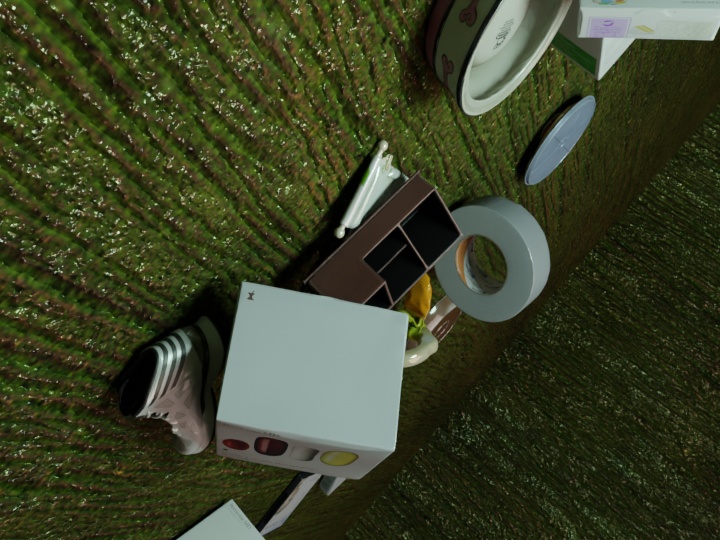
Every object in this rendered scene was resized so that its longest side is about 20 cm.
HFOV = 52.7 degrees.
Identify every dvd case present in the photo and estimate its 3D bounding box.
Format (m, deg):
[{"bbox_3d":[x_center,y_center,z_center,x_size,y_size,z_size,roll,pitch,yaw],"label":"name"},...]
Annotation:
[{"bbox_3d":[-0.170,0.549,1.728,0.202,0.017,0.142,-53,161,11],"label":"dvd case"}]

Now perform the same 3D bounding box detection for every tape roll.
[{"bbox_3d":[0.219,-0.020,1.235,0.066,0.200,0.203,-26,152,-45],"label":"tape roll"}]

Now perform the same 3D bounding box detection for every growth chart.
[{"bbox_3d":[0.029,-0.067,0.943,0.147,0.018,0.199,-60,155,-1],"label":"growth chart"}]

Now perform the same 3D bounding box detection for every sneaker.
[{"bbox_3d":[-0.221,0.145,0.812,0.114,0.076,0.204,-19,138,-38],"label":"sneaker"}]

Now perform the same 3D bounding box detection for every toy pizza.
[{"bbox_3d":[0.374,-0.251,1.391,0.199,0.032,0.201,-42,160,-18],"label":"toy pizza"}]

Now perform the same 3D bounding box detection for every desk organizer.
[{"bbox_3d":[0.032,-0.016,0.892,0.200,0.077,0.072,-44,152,-10],"label":"desk organizer"}]

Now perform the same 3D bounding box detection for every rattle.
[{"bbox_3d":[0.040,0.106,1.286,0.194,0.132,0.145,-11,135,-18],"label":"rattle"}]

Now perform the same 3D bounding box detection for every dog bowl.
[{"bbox_3d":[0.150,-0.277,0.798,0.200,0.074,0.202,-43,160,-19],"label":"dog bowl"}]

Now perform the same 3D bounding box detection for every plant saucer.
[{"bbox_3d":[0.177,0.128,1.675,0.200,0.032,0.202,-43,160,-20],"label":"plant saucer"}]

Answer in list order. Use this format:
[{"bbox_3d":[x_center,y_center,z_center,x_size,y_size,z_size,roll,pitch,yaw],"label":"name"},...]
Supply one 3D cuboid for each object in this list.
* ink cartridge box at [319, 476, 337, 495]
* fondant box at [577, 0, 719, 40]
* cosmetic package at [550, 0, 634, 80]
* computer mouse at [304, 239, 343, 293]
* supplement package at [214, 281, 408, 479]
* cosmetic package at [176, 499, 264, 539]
[{"bbox_3d":[-0.008,0.467,1.889,0.198,0.040,0.202,-30,153,-43],"label":"ink cartridge box"},{"bbox_3d":[0.308,-0.350,0.767,0.058,0.140,0.206,49,48,-71],"label":"fondant box"},{"bbox_3d":[0.299,-0.349,0.933,0.085,0.108,0.200,-46,159,1],"label":"cosmetic package"},{"bbox_3d":[0.000,0.000,1.033,0.198,0.044,0.111,-14,140,-59],"label":"computer mouse"},{"bbox_3d":[-0.061,0.134,0.823,0.201,0.186,0.151,114,-14,-64],"label":"supplement package"},{"bbox_3d":[-0.276,0.515,1.281,0.198,0.107,0.086,-29,153,-47],"label":"cosmetic package"}]
